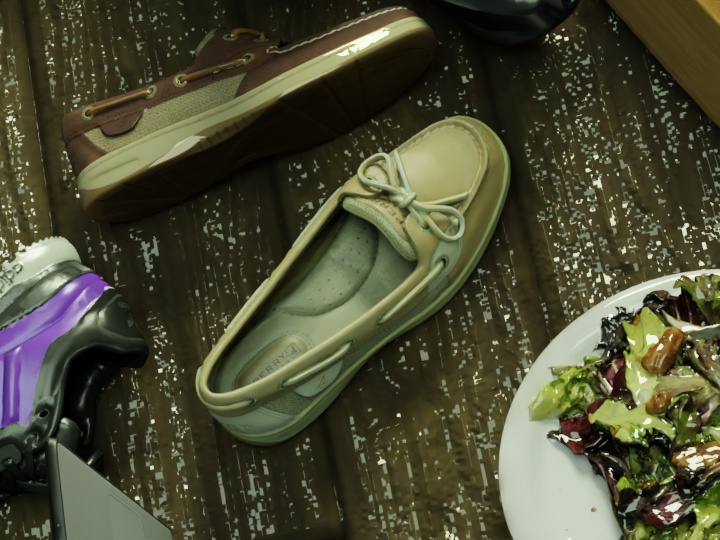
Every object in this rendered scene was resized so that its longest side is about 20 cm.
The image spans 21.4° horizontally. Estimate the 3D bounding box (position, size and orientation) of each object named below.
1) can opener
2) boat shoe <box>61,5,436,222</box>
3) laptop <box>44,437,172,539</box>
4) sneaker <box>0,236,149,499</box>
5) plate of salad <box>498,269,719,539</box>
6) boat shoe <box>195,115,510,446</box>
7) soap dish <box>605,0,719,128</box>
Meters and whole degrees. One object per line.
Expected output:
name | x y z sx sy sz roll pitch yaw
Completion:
can opener | 0.026 -0.170 0.993 0.200 0.079 0.064 25 85 26
boat shoe | -0.061 -0.096 0.978 0.200 0.072 0.072 -26 70 7
laptop | -0.044 0.179 0.815 0.116 0.187 0.200 -12 69 5
sneaker | -0.183 0.084 0.935 0.099 0.070 0.200 39 82 17
plate of salad | 0.159 0.079 0.870 0.200 0.048 0.200 -9 55 13
boat shoe | -0.002 -0.001 0.936 0.201 0.063 0.073 -44 70 -7
soap dish | 0.222 -0.175 0.948 0.200 0.081 0.157 -37 69 -3
